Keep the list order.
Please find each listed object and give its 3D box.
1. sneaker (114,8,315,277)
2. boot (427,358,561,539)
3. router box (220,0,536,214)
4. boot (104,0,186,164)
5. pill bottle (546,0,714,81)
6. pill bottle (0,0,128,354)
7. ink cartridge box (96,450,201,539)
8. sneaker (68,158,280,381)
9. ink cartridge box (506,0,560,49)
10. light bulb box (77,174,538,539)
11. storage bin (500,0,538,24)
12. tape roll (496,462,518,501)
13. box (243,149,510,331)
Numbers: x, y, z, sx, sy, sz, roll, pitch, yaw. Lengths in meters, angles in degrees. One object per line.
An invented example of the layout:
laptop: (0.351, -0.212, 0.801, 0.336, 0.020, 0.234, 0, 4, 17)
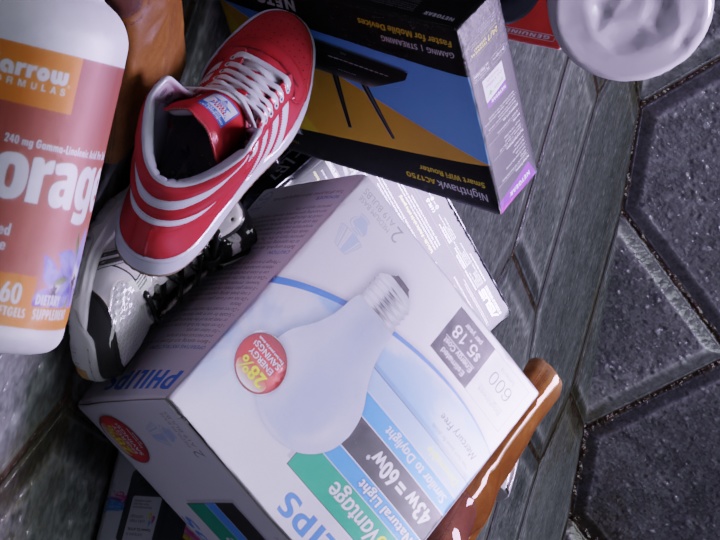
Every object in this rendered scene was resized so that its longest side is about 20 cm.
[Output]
sneaker: (-0.076, -0.098, 1.287, 0.201, 0.071, 0.113, -61, 176, -29)
boot: (0.056, 0.167, 1.509, 0.200, 0.068, 0.189, -57, 171, -28)
router box: (0.009, -0.128, 1.401, 0.051, 0.199, 0.150, -47, 138, -30)
boot: (-0.139, -0.141, 1.200, 0.189, 0.068, 0.201, -71, 176, -46)
pill bottle: (0.178, -0.220, 1.504, 0.200, 0.110, 0.111, -88, -176, -60)
pill bottle: (-0.168, -0.071, 0.989, 0.112, 0.112, 0.201, -3, 106, -76)
ink cartridge box: (-0.116, 0.164, 1.512, 0.146, 0.082, 0.201, 7, 96, -77)
sneaker: (-0.111, -0.019, 1.334, 0.076, 0.087, 0.201, 80, 28, -61)
ink cartridge box: (0.080, -0.239, 1.643, 0.174, 0.199, 0.044, -58, 157, -54)
light bulb box: (-0.031, 0.081, 1.385, 0.198, 0.125, 0.200, 50, 63, -19)
storage bin: (0.035, -0.237, 1.507, 0.134, 0.199, 0.146, -46, 149, -82)
tape roll: (0.036, 0.148, 1.867, 0.203, 0.202, 0.037, 65, 41, -70)
box: (0.000, 0.000, 1.532, 0.160, 0.043, 0.200, -42, 117, -22)
